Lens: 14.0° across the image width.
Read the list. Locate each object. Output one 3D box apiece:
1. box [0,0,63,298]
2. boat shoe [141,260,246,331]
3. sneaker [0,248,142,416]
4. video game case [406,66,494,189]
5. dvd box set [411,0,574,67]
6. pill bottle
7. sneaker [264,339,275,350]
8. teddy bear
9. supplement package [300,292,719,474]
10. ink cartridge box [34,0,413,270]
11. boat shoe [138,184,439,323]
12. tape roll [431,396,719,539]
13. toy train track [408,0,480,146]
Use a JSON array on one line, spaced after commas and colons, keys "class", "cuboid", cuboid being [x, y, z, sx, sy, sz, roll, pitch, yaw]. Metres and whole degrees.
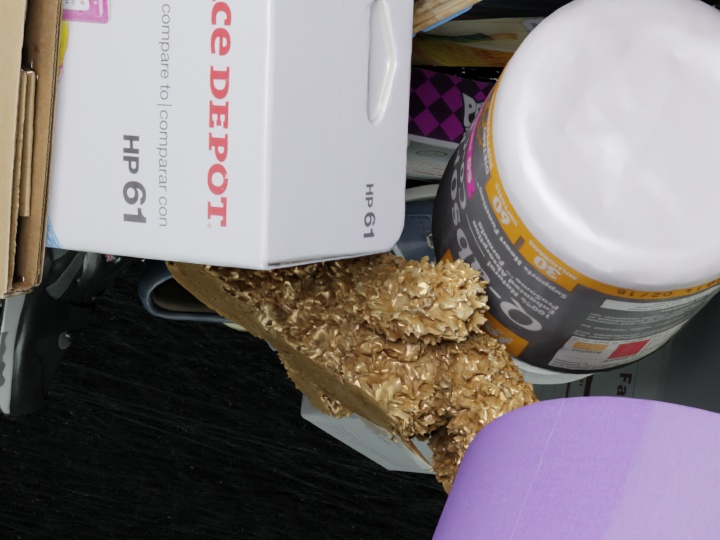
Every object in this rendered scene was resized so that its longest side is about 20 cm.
[{"class": "box", "cuboid": [-0.184, -0.092, 1.060, 0.199, 0.165, 0.021, 16, -163, 38]}, {"class": "boat shoe", "cuboid": [-0.096, -0.040, 1.458, 0.066, 0.074, 0.199, -28, 138, 35]}, {"class": "sneaker", "cuboid": [-0.128, -0.011, 1.386, 0.087, 0.076, 0.201, 5, 124, -10]}, {"class": "video game case", "cuboid": [-0.004, -0.059, 1.294, 0.199, 0.036, 0.181, 8, 171, -42]}, {"class": "dvd box set", "cuboid": [-0.002, -0.118, 1.150, 0.199, 0.030, 0.146, 4, 164, 25]}, {"class": "pill bottle", "cuboid": [0.091, -0.024, 1.144, 0.116, 0.117, 0.200, 12, 162, -5]}, {"class": "sneaker", "cuboid": [0.040, 0.006, 1.454, 0.198, 0.075, 0.082, -2, 156, 3]}, {"class": "teddy bear", "cuboid": [0.016, 0.028, 1.161, 0.200, 0.067, 0.145, 35, 163, 22]}, {"class": "supplement package", "cuboid": [0.089, 0.044, 1.526, 0.199, 0.118, 0.117, 4, 163, 27]}, {"class": "ink cartridge box", "cuboid": [-0.084, -0.082, 1.055, 0.199, 0.146, 0.084, 5, -172, 34]}, {"class": "boat shoe", "cuboid": [0.000, 0.000, 1.302, 0.198, 0.062, 0.075, 7, 137, 4]}, {"class": "tape roll", "cuboid": [0.121, 0.128, 1.069, 0.199, 0.066, 0.201, 18, 151, 11]}, {"class": "toy train track", "cuboid": [0.000, -0.099, 1.098, 0.114, 0.033, 0.200, 36, 148, -24]}]
